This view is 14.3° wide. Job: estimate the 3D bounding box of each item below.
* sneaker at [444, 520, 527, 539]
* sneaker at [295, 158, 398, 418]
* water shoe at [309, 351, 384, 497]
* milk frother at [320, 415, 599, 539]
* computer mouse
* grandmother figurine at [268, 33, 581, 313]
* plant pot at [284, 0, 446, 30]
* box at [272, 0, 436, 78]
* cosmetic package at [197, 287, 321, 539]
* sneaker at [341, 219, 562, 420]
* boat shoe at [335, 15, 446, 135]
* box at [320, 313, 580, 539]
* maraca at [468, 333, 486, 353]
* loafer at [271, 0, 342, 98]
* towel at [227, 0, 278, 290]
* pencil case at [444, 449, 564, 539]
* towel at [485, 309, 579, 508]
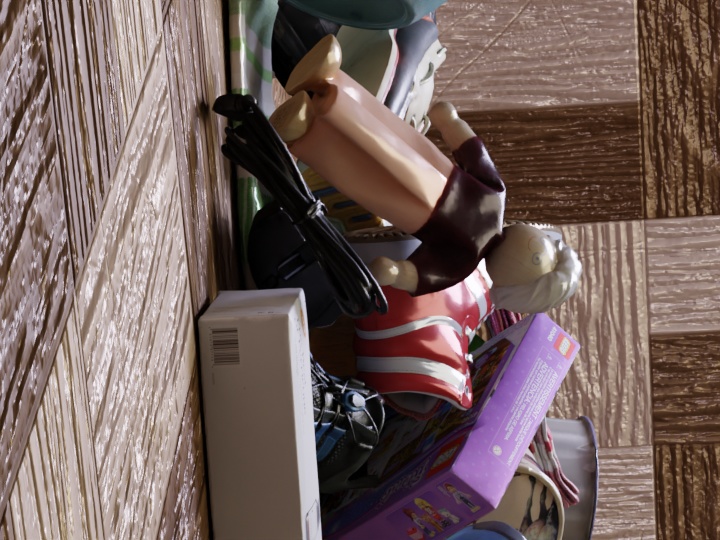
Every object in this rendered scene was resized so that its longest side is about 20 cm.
[{"bbox_3d":[0.027,0.214,1.700,0.078,0.200,0.066,-32,88,-49],"label":"sneaker"},{"bbox_3d":[0.000,0.000,1.773,0.088,0.075,0.201,-89,174,-53],"label":"sneaker"},{"bbox_3d":[-0.027,0.071,1.612,0.200,0.079,0.072,79,8,-67],"label":"water shoe"},{"bbox_3d":[0.060,0.120,2.072,0.181,0.187,0.201,124,-29,-69],"label":"milk frother"},{"bbox_3d":[-0.049,-0.027,1.547,0.141,0.046,0.200,57,-6,-3],"label":"computer mouse"},{"bbox_3d":[0.039,-0.039,1.602,0.122,0.200,0.061,-62,-161,-18],"label":"grandmother figurine"},{"bbox_3d":[0.005,-0.220,1.675,0.200,0.199,0.135,77,28,-72],"label":"plant pot"},{"bbox_3d":[-0.012,-0.231,1.882,0.060,0.116,0.201,-80,168,-67],"label":"box"},{"bbox_3d":[-0.048,0.114,1.460,0.083,0.050,0.201,-79,166,-81],"label":"cosmetic package"},{"bbox_3d":[0.056,0.027,1.708,0.200,0.071,0.113,-7,95,-54],"label":"sneaker"},{"bbox_3d":[0.015,-0.103,1.712,0.063,0.071,0.200,45,24,-18],"label":"boat shoe"},{"bbox_3d":[0.041,0.117,1.751,0.200,0.039,0.137,-36,-163,50],"label":"box"},{"bbox_3d":[0.019,0.013,1.944,0.107,0.137,0.201,-30,94,-43],"label":"maraca"},{"bbox_3d":[0.009,-0.100,1.819,0.201,0.070,0.068,56,-17,24],"label":"loafer"},{"bbox_3d":[-0.058,-0.073,1.703,0.153,0.023,0.201,36,51,-85],"label":"towel"},{"bbox_3d":[0.075,0.144,1.842,0.200,0.078,0.090,-128,-122,-78],"label":"pencil case"},{"bbox_3d":[0.098,0.045,1.901,0.144,0.023,0.201,-108,180,-68],"label":"towel"}]
